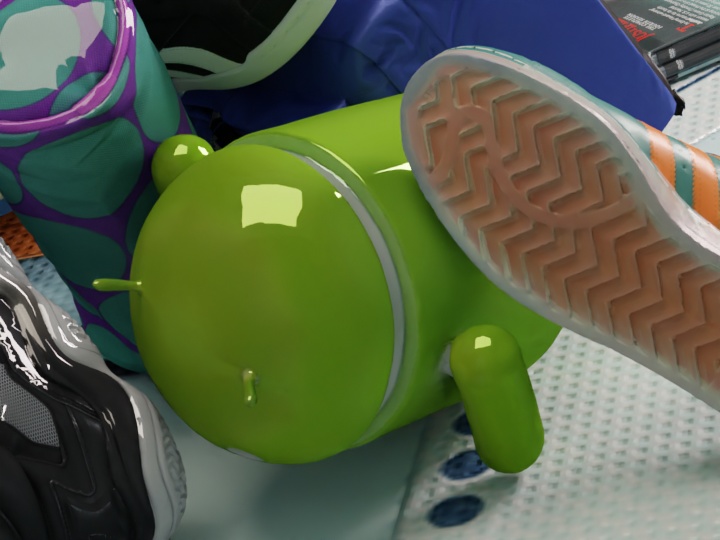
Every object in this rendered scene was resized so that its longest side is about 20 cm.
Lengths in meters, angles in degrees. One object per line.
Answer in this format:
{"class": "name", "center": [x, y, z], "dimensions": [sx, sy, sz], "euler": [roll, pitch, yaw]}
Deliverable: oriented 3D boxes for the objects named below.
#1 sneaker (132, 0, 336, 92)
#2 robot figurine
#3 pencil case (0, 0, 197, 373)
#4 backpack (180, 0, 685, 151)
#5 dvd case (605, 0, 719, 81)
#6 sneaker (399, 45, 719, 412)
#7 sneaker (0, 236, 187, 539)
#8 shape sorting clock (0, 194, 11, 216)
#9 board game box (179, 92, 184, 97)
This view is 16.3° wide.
{"class": "sneaker", "center": [-0.098, -0.115, 1.000], "dimensions": [0.111, 0.074, 0.200], "euler": [18, -24, -33]}
{"class": "robot figurine", "center": [0.000, 0.000, 0.913], "dimensions": [0.175, 0.116, 0.199], "euler": [33, 34, 30]}
{"class": "pencil case", "center": [-0.102, -0.037, 0.997], "dimensions": [0.085, 0.200, 0.092], "euler": [-43, 59, -13]}
{"class": "backpack", "center": [0.001, -0.089, 1.083], "dimensions": [0.168, 0.163, 0.200], "euler": [-44, 33, -11]}
{"class": "dvd case", "center": [0.197, -0.153, 1.262], "dimensions": [0.199, 0.022, 0.146], "euler": [-23, 25, -15]}
{"class": "sneaker", "center": [0.102, -0.012, 0.871], "dimensions": [0.072, 0.200, 0.080], "euler": [-54, -1, 24]}
{"class": "sneaker", "center": [-0.161, 0.043, 0.894], "dimensions": [0.200, 0.076, 0.114], "euler": [42, 40, 12]}
{"class": "shape sorting clock", "center": [-0.157, -0.070, 1.246], "dimensions": [0.199, 0.039, 0.200], "euler": [-32, 11, 7]}
{"class": "board game box", "center": [-0.006, -0.122, 1.295], "dimensions": [0.199, 0.028, 0.135], "euler": [-25, 24, -2]}
